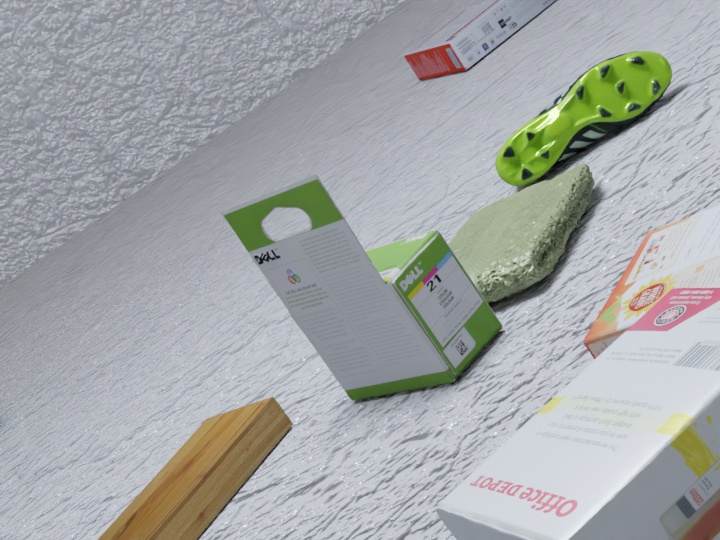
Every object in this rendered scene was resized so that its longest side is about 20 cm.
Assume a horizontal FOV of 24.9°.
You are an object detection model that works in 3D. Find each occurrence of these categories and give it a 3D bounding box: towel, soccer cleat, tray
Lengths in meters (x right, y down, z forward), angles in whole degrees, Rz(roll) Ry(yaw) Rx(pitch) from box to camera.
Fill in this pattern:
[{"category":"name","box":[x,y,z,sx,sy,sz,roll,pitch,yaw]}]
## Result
[{"category":"towel","box":[0.130,-0.022,1.448,0.148,0.037,0.200,-25,16,33]},{"category":"soccer cleat","box":[0.219,-0.154,1.630,0.199,0.068,0.081,-34,1,8]},{"category":"tray","box":[-0.150,0.190,1.405,0.098,0.037,0.200,-22,20,44]}]

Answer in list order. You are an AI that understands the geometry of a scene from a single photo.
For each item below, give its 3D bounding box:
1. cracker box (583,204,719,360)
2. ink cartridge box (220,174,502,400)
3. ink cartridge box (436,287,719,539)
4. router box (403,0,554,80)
[{"category":"cracker box","box":[0.253,0.002,1.032,0.199,0.058,0.134,-24,18,42]},{"category":"ink cartridge box","box":[0.000,0.000,1.334,0.076,0.201,0.147,-44,17,-34]},{"category":"ink cartridge box","box":[0.158,0.101,0.867,0.200,0.084,0.145,-39,14,-17]},{"category":"router box","box":[0.183,-0.370,2.463,0.200,0.049,0.179,-39,14,-15]}]
